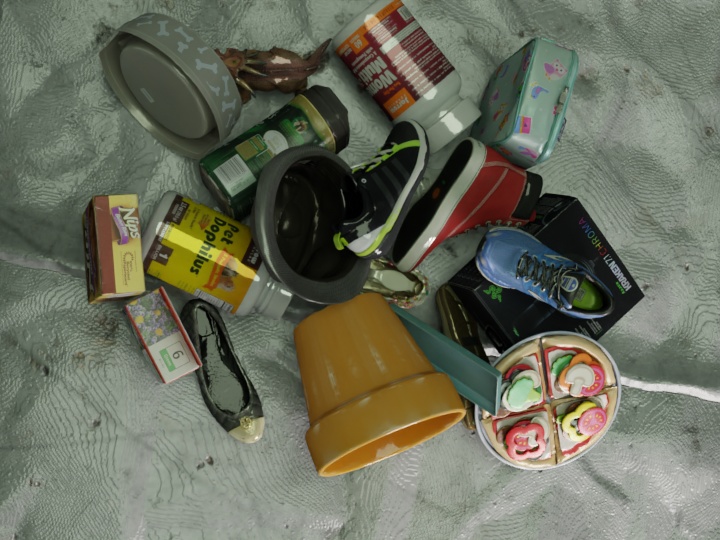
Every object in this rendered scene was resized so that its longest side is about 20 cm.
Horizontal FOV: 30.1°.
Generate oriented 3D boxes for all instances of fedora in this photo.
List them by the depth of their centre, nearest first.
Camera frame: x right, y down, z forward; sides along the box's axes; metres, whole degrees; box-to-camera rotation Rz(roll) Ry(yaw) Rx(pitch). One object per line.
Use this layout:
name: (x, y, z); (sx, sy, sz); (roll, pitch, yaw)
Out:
fedora: (-0.074, -0.051, 1.637); (0.177, 0.090, 0.200); (2, 79, -38)

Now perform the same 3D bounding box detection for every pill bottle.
pill bottle: (-0.178, -0.013, 1.691); (0.200, 0.109, 0.109); (26, 82, -8)
pill bottle: (0.062, -0.254, 1.753); (0.110, 0.110, 0.200); (-40, 94, -11)

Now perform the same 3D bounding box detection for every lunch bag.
lunch bag: (0.212, -0.213, 1.733); (0.077, 0.200, 0.161); (22, 80, -11)

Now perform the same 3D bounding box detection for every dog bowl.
dog bowl: (-0.232, -0.232, 1.657); (0.200, 0.200, 0.059); (45, 64, -5)

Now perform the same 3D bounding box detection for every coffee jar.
coffee jar: (-0.106, -0.153, 1.716); (0.200, 0.104, 0.085); (-35, 79, -12)

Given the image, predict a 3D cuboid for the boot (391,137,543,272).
boot: (0.142, -0.059, 1.715); (0.144, 0.072, 0.200); (25, 114, -28)

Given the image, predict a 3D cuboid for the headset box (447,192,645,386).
headset box: (0.239, 0.028, 1.760); (0.200, 0.093, 0.174); (-40, 107, -11)

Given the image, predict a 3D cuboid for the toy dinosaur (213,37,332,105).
toy dinosaur: (-0.119, -0.254, 1.705); (0.200, 0.136, 0.086); (-14, 89, -12)

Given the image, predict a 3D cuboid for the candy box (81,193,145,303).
candy box: (-0.302, -0.023, 1.621); (0.056, 0.200, 0.117); (-4, 86, -14)

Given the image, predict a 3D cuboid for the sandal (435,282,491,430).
sandal: (0.128, 0.116, 1.765); (0.080, 0.054, 0.200); (8, 64, -52)

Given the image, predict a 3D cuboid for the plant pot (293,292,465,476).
plant pot: (0.006, 0.136, 1.687); (0.200, 0.200, 0.184); (-20, 74, -11)

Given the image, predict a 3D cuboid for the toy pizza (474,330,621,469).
toy pizza: (0.245, 0.173, 1.718); (0.200, 0.032, 0.201); (-5, 113, -11)

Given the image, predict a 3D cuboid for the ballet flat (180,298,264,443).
ballet flat: (-0.180, 0.131, 1.707); (0.066, 0.057, 0.200); (-26, 91, -11)

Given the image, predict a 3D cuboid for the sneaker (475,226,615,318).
sneaker: (0.235, 0.003, 1.659); (0.200, 0.089, 0.079); (23, 87, -19)

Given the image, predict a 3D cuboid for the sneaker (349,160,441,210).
sneaker: (0.054, -0.103, 1.739); (0.200, 0.116, 0.074); (-5, 85, -12)

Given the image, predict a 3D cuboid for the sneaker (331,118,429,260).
sneaker: (0.020, -0.109, 1.618); (0.083, 0.072, 0.200); (31, 64, -28)

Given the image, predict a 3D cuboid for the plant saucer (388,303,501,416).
plant saucer: (0.104, 0.110, 1.705); (0.019, 0.200, 0.070); (-31, 137, -31)

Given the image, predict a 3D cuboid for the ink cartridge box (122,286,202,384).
ink cartridge box: (-0.243, 0.081, 1.625); (0.050, 0.200, 0.109); (-27, 91, -12)

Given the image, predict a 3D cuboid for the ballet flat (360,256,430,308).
ballet flat: (0.000, 0.000, 1.747); (0.200, 0.064, 0.076); (12, 86, -9)
